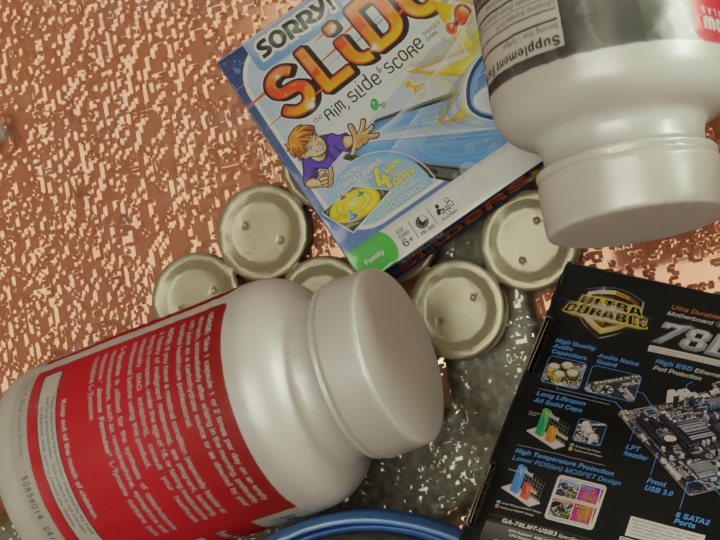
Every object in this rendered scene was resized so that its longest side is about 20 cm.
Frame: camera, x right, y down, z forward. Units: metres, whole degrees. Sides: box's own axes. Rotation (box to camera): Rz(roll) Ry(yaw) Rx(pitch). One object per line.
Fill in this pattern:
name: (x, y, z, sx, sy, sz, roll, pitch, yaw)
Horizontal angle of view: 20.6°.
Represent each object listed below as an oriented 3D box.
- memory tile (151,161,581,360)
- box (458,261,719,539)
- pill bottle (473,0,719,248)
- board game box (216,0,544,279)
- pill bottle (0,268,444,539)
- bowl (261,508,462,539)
memory tile: (0.000, 0.000, 0.993, 0.200, 0.017, 0.153, -45, 76, 10)
box: (0.157, 0.099, 0.870, 0.199, 0.050, 0.199, 13, 49, 15)
pill bottle: (0.106, -0.116, 0.878, 0.110, 0.111, 0.201, -11, 79, 15)
board game box: (0.049, -0.101, 0.960, 0.200, 0.034, 0.136, -35, 78, 1)
pill bottle: (-0.066, 0.071, 0.938, 0.199, 0.112, 0.113, -21, 81, 24)
bowl: (0.005, 0.207, 0.935, 0.199, 0.039, 0.202, 0, 101, 0)
